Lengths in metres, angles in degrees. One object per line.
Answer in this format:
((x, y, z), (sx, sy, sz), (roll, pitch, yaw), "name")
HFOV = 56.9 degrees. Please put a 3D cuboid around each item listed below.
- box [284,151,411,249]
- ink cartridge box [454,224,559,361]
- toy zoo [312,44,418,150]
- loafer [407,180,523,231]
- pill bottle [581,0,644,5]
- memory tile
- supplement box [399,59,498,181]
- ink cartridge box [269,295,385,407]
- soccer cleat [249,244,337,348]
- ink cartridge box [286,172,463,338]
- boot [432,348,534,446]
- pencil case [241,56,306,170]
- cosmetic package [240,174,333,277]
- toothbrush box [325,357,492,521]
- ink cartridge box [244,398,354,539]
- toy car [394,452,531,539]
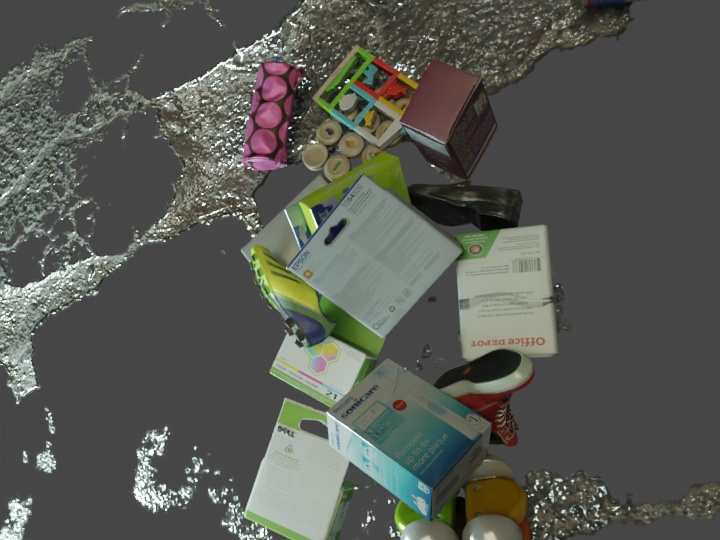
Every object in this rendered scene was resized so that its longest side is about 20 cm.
((-0.012, -0.092, 1.076), (0.200, 0.122, 0.048), (-32, 34, -20), "box")
((0.230, 0.040, 1.043), (0.146, 0.083, 0.201), (-4, 79, 18), "ink cartridge box")
((0.027, -0.302, 1.184), (0.200, 0.020, 0.131), (38, 88, 21), "toy zoo")
((0.171, -0.116, 1.107), (0.199, 0.073, 0.073), (16, 64, 17), "loafer")
((0.453, -0.485, 1.046), (0.199, 0.112, 0.113), (1, 81, 19), "pill bottle")
((-0.002, -0.246, 1.196), (0.153, 0.017, 0.200), (32, 86, 21), "memory tile")
((0.145, -0.232, 1.056), (0.085, 0.200, 0.111), (29, 91, 21), "supplement box")
((-0.041, 0.114, 1.124), (0.147, 0.076, 0.201), (24, 90, 20), "ink cartridge box")
((-0.113, 0.035, 1.098), (0.083, 0.065, 0.200), (-29, 71, -20), "soccer cleat")
((0.021, -0.023, 1.032), (0.200, 0.043, 0.196), (37, 109, -12), "ink cartridge box")
((0.212, 0.195, 0.972), (0.144, 0.200, 0.072), (46, 57, -6), "boot")
((-0.159, -0.284, 1.229), (0.093, 0.091, 0.201), (8, 85, 13), "pencil case")
((-0.098, -0.058, 1.170), (0.200, 0.090, 0.107), (-42, 71, 10), "cosmetic package")
((0.070, 0.242, 0.981), (0.200, 0.086, 0.146), (28, 48, 34), "toothbrush box")
((-0.083, 0.332, 1.095), (0.147, 0.076, 0.201), (16, 82, 20), "ink cartridge box")
((0.155, 0.379, 0.988), (0.199, 0.175, 0.151), (-10, 116, 13), "toy car")
